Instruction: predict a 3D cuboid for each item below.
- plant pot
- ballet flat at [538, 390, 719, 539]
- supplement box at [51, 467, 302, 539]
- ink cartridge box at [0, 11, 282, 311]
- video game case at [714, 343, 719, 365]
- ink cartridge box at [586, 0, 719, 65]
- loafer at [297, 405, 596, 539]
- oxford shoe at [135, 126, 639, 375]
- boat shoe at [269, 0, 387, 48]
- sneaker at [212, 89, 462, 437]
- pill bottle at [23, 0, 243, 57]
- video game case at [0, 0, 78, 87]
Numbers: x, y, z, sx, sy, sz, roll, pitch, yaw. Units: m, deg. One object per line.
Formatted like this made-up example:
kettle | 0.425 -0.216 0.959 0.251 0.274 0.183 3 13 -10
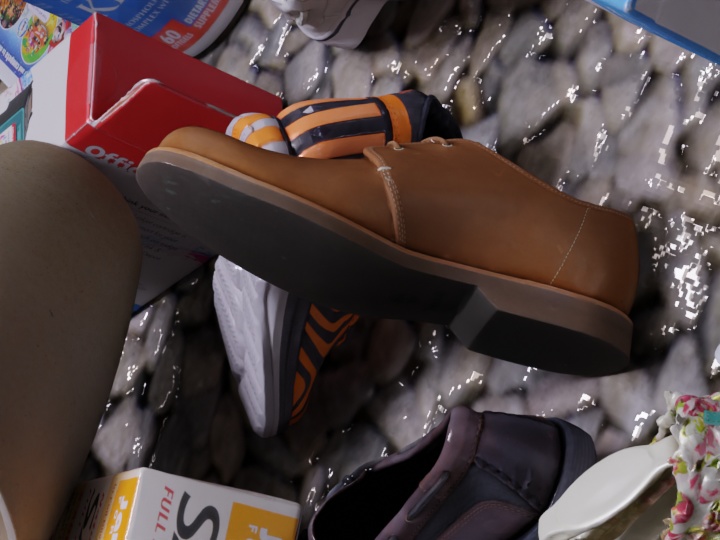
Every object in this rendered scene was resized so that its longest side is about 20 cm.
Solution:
plant pot | -0.182 0.033 0.985 0.187 0.187 0.200 -33 15 40
ballet flat | 0.080 0.107 0.780 0.200 0.064 0.076 -54 25 31
supplement box | -0.100 0.157 0.958 0.200 0.073 0.127 156 128 -68
ink cartridge box | -0.117 -0.051 1.100 0.200 0.116 0.068 -32 48 40
video game case | 0.208 -0.007 0.721 0.201 0.017 0.143 -56 36 19
ink cartridge box | 0.099 -0.170 0.909 0.200 0.068 0.117 37 103 55
loafer | 0.011 0.096 0.880 0.200 0.063 0.072 -34 37 49
oxford shoe | 0.013 -0.022 0.851 0.071 0.199 0.072 142 144 -66
boat shoe | -0.019 -0.140 1.001 0.200 0.065 0.073 -160 78 -80
sneaker | 0.000 0.000 0.955 0.201 0.111 0.078 102 151 -56
pill bottle | -0.157 -0.191 1.153 0.112 0.199 0.113 -29 51 43
video game case | -0.163 -0.199 1.326 0.201 0.018 0.143 -62 36 10
